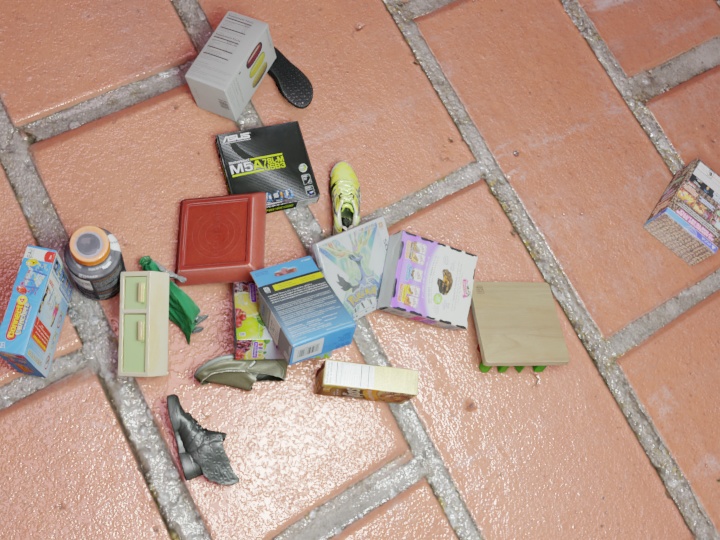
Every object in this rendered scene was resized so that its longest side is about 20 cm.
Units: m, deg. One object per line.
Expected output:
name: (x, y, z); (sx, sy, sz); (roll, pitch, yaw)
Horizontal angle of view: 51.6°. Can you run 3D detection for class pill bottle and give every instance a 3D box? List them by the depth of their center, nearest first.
pill bottle: (-0.517, -0.018, 1.453); (0.104, 0.200, 0.108); (4, 71, -12)

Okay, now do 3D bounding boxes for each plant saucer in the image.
plant saucer: (-0.299, -0.074, 1.570); (0.196, 0.037, 0.203); (-4, 69, 9)

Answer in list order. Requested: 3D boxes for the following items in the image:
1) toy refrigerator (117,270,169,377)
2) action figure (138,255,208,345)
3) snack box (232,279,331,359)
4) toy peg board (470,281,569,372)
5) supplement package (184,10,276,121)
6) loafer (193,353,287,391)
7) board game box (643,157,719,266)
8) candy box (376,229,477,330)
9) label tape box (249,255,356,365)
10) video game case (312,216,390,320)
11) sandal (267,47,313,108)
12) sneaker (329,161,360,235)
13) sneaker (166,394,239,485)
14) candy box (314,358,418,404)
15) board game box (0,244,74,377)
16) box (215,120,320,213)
toy refrigerator: (-0.428, 0.105, 1.465); (0.075, 0.070, 0.204); (-1, 85, 22)
action figure: (-0.390, 0.043, 1.528); (0.200, 0.119, 0.054); (47, 42, 15)
snack box: (-0.162, 0.098, 1.535); (0.196, 0.068, 0.170); (1, 44, -15)
toy peg board: (0.339, 0.137, 1.674); (0.196, 0.098, 0.202); (1, 56, -13)
supplement package: (-0.290, -0.463, 1.685); (0.108, 0.114, 0.202); (22, 69, 14)
loafer: (-0.237, 0.208, 1.511); (0.196, 0.075, 0.071); (-9, 70, -16)
board game box: (0.837, -0.146, 1.868); (0.159, 0.097, 0.201); (39, 68, 2)
candy box: (0.148, 0.026, 1.630); (0.197, 0.071, 0.171); (17, 75, -23)
label tape box: (-0.119, 0.075, 1.473); (0.142, 0.064, 0.201); (-15, 51, -27)
video game case: (0.000, 0.000, 1.598); (0.198, 0.022, 0.186); (-24, 103, -37)
sandal: (-0.175, -0.453, 1.766); (0.075, 0.048, 0.202); (-29, 68, -19)
sneaker: (-0.028, -0.155, 1.672); (0.074, 0.077, 0.204); (-2, 71, -12)
sneaker: (-0.310, 0.332, 1.464); (0.102, 0.060, 0.203); (-14, 81, -16)
candy box: (0.011, 0.231, 1.539); (0.196, 0.116, 0.056); (8, 69, -11)
board game box: (-0.607, 0.082, 1.400); (0.055, 0.200, 0.199); (12, 69, -7)
box: (-0.209, -0.228, 1.678); (0.196, 0.048, 0.197); (-12, 78, -17)
